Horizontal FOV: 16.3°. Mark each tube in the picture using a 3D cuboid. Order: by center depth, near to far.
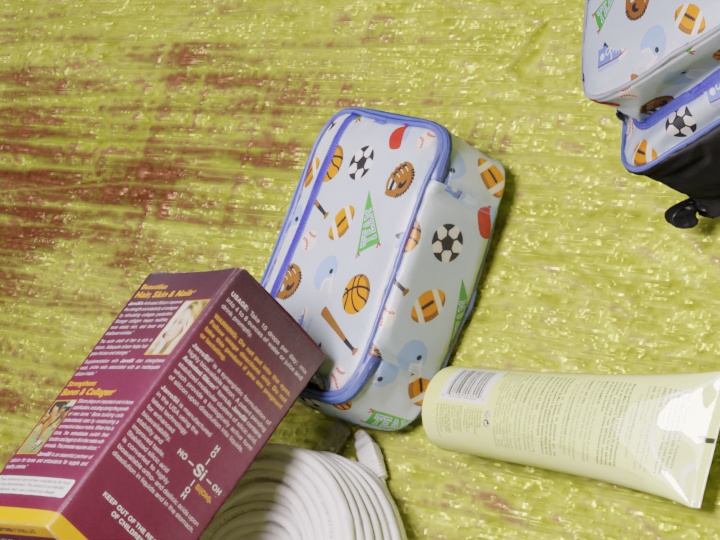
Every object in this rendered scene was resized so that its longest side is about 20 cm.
[{"bbox_3d":[0.122,0.088,1.418,0.200,0.052,0.058,3,114,45],"label":"tube"}]

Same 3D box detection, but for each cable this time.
[{"bbox_3d":[-0.051,0.205,1.527,0.200,0.069,0.200,-48,42,19],"label":"cable"}]

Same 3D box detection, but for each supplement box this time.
[{"bbox_3d":[-0.126,0.099,1.487,0.110,0.086,0.200,-4,44,55],"label":"supplement box"}]

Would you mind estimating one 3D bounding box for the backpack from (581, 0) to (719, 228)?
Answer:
[{"bbox_3d":[0.211,-0.150,1.369,0.200,0.154,0.191,-28,41,40],"label":"backpack"}]

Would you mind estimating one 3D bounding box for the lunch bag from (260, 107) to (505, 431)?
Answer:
[{"bbox_3d":[0.000,0.000,1.578,0.160,0.075,0.201,17,82,53],"label":"lunch bag"}]
